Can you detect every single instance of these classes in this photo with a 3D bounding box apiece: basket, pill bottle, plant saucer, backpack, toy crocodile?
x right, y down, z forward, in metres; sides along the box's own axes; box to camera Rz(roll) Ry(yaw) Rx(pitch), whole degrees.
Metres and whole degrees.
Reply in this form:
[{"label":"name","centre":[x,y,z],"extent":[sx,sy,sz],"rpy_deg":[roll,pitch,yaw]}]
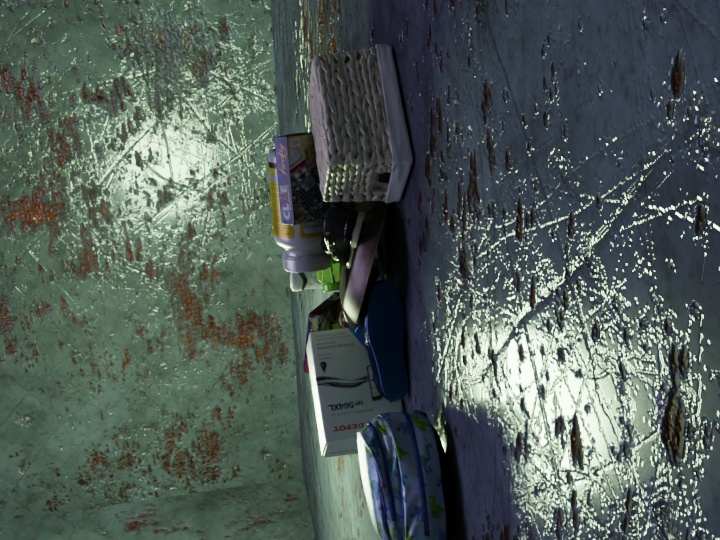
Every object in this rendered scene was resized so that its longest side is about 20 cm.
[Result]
[{"label":"basket","centre":[-0.005,-0.211,1.305],"extent":[0.136,0.121,0.203],"rpy_deg":[106,156,-67]},{"label":"pill bottle","centre":[-0.095,-0.104,1.488],"extent":[0.112,0.111,0.203],"rpy_deg":[-128,35,-73]},{"label":"plant saucer","centre":[0.006,-0.016,1.422],"extent":[0.200,0.032,0.203],"rpy_deg":[16,-90,-89]},{"label":"backpack","centre":[0.064,0.294,1.212],"extent":[0.163,0.151,0.203],"rpy_deg":[-137,54,-86]},{"label":"toy crocodile","centre":[-0.026,0.000,1.674],"extent":[0.199,0.061,0.069],"rpy_deg":[-9,91,54]}]

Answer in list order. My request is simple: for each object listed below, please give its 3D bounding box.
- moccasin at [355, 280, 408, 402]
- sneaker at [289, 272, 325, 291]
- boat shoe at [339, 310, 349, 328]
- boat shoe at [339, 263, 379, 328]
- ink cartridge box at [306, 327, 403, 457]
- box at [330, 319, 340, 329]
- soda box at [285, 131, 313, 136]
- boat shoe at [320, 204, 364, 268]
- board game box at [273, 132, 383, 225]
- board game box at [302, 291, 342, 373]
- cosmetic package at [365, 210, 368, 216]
[{"label":"moccasin","centre":[0.028,0.113,1.424],"extent":[0.068,0.079,0.203],"rpy_deg":[-154,59,-64]},{"label":"sneaker","centre":[-0.081,-0.040,1.789],"extent":[0.076,0.113,0.202],"rpy_deg":[-97,14,-50]},{"label":"boat shoe","centre":[-0.002,0.094,1.640],"extent":[0.203,0.074,0.076],"rpy_deg":[112,151,-71]},{"label":"boat shoe","centre":[0.000,0.000,1.548],"extent":[0.072,0.065,0.204],"rpy_deg":[57,-151,-62]},{"label":"ink cartridge box","centre":[-0.009,0.207,1.532],"extent":[0.085,0.144,0.202],"rpy_deg":[105,156,-62]},{"label":"box","centre":[-0.008,0.179,1.718],"extent":[0.201,0.049,0.076],"rpy_deg":[-122,28,-53]},{"label":"soda box","centre":[-0.097,-0.148,1.607],"extent":[0.068,0.063,0.203],"rpy_deg":[-122,27,-78]},{"label":"boat shoe","centre":[-0.030,-0.055,1.417],"extent":[0.202,0.062,0.075],"rpy_deg":[96,-173,-77]},{"label":"board game box","centre":[-0.047,-0.156,1.419],"extent":[0.034,0.198,0.138],"rpy_deg":[7,106,45]},{"label":"board game box","centre":[-0.072,0.122,1.795],"extent":[0.200,0.032,0.122],"rpy_deg":[-38,-48,-73]},{"label":"cosmetic package","centre":[-0.022,-0.191,1.553],"extent":[0.108,0.084,0.203],"rpy_deg":[-134,40,-75]}]
